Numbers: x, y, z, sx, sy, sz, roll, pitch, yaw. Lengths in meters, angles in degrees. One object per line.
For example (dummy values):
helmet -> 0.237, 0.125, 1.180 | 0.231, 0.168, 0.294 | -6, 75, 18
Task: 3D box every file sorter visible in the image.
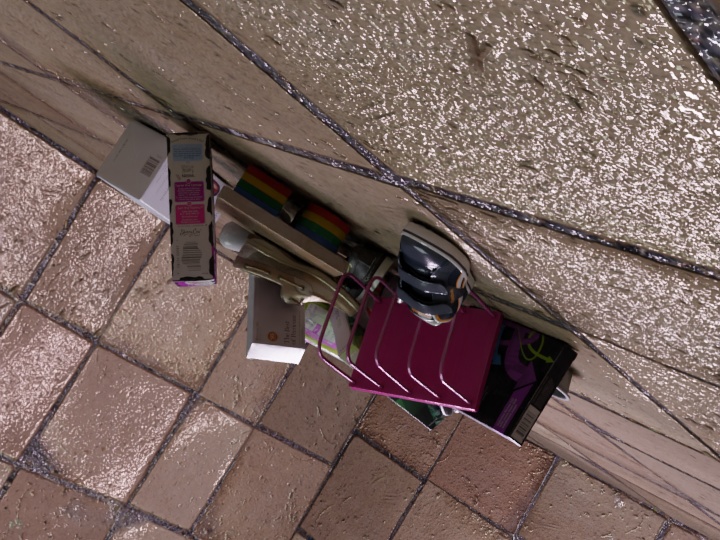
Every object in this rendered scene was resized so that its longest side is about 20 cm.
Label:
file sorter -> 0.063, 0.088, 1.350 | 0.199, 0.139, 0.125 | 6, 158, 33

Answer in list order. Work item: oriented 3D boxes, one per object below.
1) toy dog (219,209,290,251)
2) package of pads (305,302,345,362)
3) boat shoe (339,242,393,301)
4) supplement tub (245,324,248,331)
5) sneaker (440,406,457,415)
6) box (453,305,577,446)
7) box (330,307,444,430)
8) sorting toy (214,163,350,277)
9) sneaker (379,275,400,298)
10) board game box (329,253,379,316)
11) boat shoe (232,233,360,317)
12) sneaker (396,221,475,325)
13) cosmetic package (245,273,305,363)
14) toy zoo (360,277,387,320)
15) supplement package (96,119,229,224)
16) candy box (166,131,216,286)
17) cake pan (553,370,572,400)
toy dog -> -0.130, -0.049, 1.654 | 0.200, 0.132, 0.097 | 42, -153, -37
package of pads -> -0.058, 0.094, 1.660 | 0.200, 0.068, 0.154 | 31, 175, -32
boat shoe -> 0.000, 0.000, 1.518 | 0.060, 0.072, 0.201 | 34, 166, -2
supplement tub -> -0.117, 0.049, 1.833 | 0.122, 0.200, 0.123 | 30, 174, 4
sneaker -> 0.125, 0.117, 1.499 | 0.083, 0.080, 0.201 | 22, 127, 61
box -> 0.181, 0.137, 1.370 | 0.036, 0.143, 0.200 | 38, 171, -33
box -> 0.039, 0.142, 1.545 | 0.200, 0.036, 0.144 | 39, -165, -23
sorting toy -> -0.104, -0.072, 1.441 | 0.198, 0.070, 0.200 | 32, 173, -7
sneaker -> 0.116, 0.081, 1.594 | 0.200, 0.075, 0.087 | 35, 167, -38
board game box -> -0.030, 0.025, 1.735 | 0.200, 0.096, 0.030 | 29, 143, 10
boat shoe -> -0.092, 0.021, 1.483 | 0.200, 0.065, 0.072 | 31, 174, 4
sneaker -> 0.083, 0.012, 1.177 | 0.078, 0.080, 0.200 | 29, 172, 25
cosmetic package -> -0.127, 0.039, 1.528 | 0.082, 0.201, 0.051 | 6, 145, -14
toy zoo -> 0.055, 0.074, 1.668 | 0.200, 0.020, 0.131 | 35, -146, -16
supplement package -> -0.322, -0.146, 1.697 | 0.109, 0.114, 0.200 | 29, 174, 29
candy box -> -0.233, -0.081, 1.404 | 0.061, 0.201, 0.136 | -3, 177, -7
cake pan -> 0.238, 0.132, 1.540 | 0.200, 0.037, 0.200 | 31, 174, 4
